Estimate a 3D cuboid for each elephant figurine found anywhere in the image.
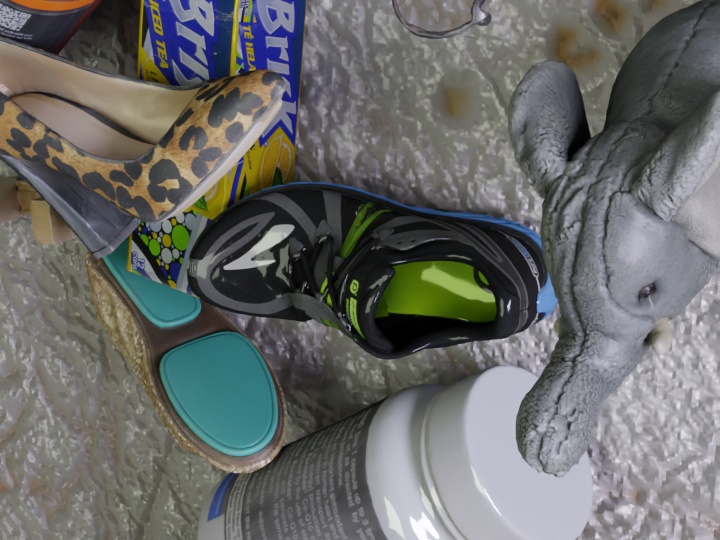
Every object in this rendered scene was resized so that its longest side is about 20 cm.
[{"bbox_3d":[0.126,-0.033,0.860,0.141,0.199,0.156,-40,79,38],"label":"elephant figurine"}]

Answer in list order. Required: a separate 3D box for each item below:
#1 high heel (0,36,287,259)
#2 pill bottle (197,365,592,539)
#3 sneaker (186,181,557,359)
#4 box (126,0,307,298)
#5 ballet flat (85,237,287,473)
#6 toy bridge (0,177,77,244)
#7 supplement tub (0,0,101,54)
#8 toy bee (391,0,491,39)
[{"bbox_3d":[-0.131,-0.092,1.018,0.143,0.072,0.199,49,138,-11],"label":"high heel"},{"bbox_3d":[0.017,0.127,1.051,0.199,0.113,0.115,-28,87,40],"label":"pill bottle"},{"bbox_3d":[0.000,0.000,1.020,0.198,0.083,0.072,6,109,20],"label":"sneaker"},{"bbox_3d":[-0.077,-0.090,1.085,0.070,0.064,0.202,19,116,31],"label":"box"},{"bbox_3d":[-0.096,0.053,1.128,0.066,0.070,0.201,96,151,-43],"label":"ballet flat"},{"bbox_3d":[-0.232,-0.038,1.219,0.199,0.067,0.028,2,106,39],"label":"toy bridge"},{"bbox_3d":[-0.181,-0.175,1.079,0.108,0.106,0.200,63,147,3],"label":"supplement tub"},{"bbox_3d":[0.098,-0.192,0.910,0.199,0.109,0.132,-30,76,15],"label":"toy bee"}]
